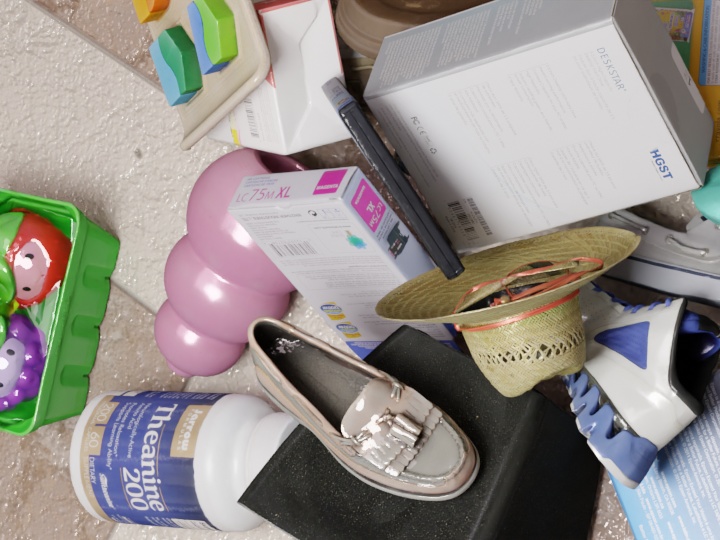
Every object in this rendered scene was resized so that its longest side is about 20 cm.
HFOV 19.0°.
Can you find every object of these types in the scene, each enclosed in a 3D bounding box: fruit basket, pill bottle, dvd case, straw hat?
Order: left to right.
[{"bbox_3d":[-0.323,0.029,1.839,0.154,0.215,0.218,12,90,33],"label":"fruit basket"},{"bbox_3d":[-0.129,0.155,1.750,0.199,0.111,0.112,0,83,32],"label":"pill bottle"},{"bbox_3d":[0.021,-0.071,1.575,0.017,0.200,0.143,-33,101,1],"label":"dvd case"},{"bbox_3d":[0.112,0.040,1.484,0.200,0.201,0.086,-12,102,31],"label":"straw hat"}]

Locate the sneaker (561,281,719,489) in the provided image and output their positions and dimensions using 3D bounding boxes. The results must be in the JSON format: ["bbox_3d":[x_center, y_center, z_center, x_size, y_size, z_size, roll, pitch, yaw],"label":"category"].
[{"bbox_3d":[0.194,0.051,1.533,0.115,0.080,0.200,-37,46,13],"label":"sneaker"}]

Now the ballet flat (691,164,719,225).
[{"bbox_3d":[0.328,-0.053,1.477,0.198,0.071,0.068,14,58,13],"label":"ballet flat"}]

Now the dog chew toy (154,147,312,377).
[{"bbox_3d":[-0.103,0.001,1.756,0.124,0.124,0.201,43,115,29],"label":"dog chew toy"}]

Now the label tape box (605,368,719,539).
[{"bbox_3d":[0.282,0.140,1.518,0.199,0.066,0.144,-29,68,24],"label":"label tape box"}]

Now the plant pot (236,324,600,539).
[{"bbox_3d":[0.065,0.158,1.589,0.199,0.199,0.178,25,84,32],"label":"plant pot"}]

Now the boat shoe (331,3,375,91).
[{"bbox_3d":[0.036,-0.168,1.700,0.200,0.074,0.069,22,117,57],"label":"boat shoe"}]

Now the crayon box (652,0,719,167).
[{"bbox_3d":[0.268,-0.141,1.573,0.199,0.051,0.127,2,84,32],"label":"crayon box"}]

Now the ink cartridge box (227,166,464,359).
[{"bbox_3d":[0.000,0.000,1.653,0.119,0.200,0.042,-2,48,41],"label":"ink cartridge box"}]

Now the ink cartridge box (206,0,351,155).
[{"bbox_3d":[-0.085,-0.165,1.743,0.200,0.067,0.118,17,121,61],"label":"ink cartridge box"}]

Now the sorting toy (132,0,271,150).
[{"bbox_3d":[-0.138,-0.213,1.702,0.185,0.036,0.202,-32,72,63],"label":"sorting toy"}]

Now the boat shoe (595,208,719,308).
[{"bbox_3d":[0.256,-0.018,1.557,0.201,0.074,0.087,16,89,43],"label":"boat shoe"}]

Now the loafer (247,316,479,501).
[{"bbox_3d":[-0.006,0.095,1.508,0.199,0.063,0.072,30,73,33],"label":"loafer"}]

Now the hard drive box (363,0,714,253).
[{"bbox_3d":[0.128,-0.113,1.528,0.199,0.156,0.077,-14,36,28],"label":"hard drive box"}]

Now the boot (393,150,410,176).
[{"bbox_3d":[0.118,-0.126,1.640,0.200,0.095,0.074,-41,64,21],"label":"boot"}]

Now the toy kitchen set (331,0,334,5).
[{"bbox_3d":[-0.003,-0.310,1.703,0.179,0.163,0.202,19,94,33],"label":"toy kitchen set"}]

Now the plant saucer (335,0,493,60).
[{"bbox_3d":[0.075,-0.221,1.643,0.199,0.200,0.030,11,134,33],"label":"plant saucer"}]
